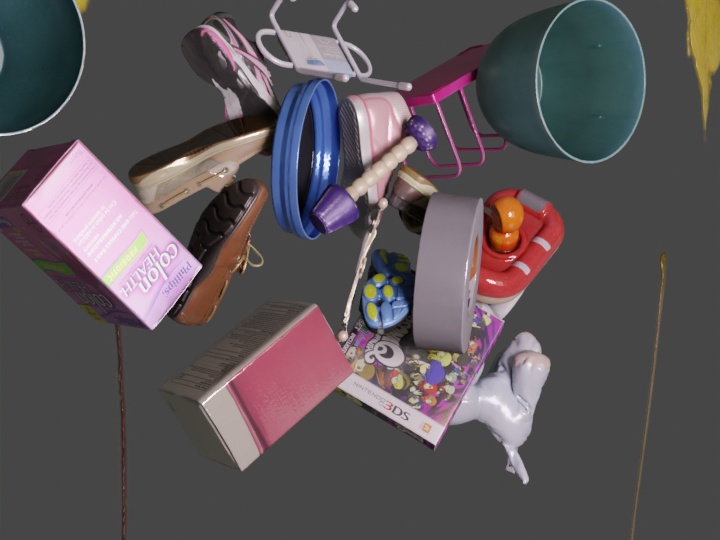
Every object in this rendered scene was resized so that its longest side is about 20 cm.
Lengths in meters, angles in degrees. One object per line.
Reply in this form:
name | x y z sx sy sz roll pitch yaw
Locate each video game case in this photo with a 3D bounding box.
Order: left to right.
video game case | 0.073 0.112 1.613 0.179 0.036 0.202 29 72 11

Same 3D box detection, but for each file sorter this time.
file sorter | 0.150 -0.224 1.655 0.199 0.138 0.127 -33 110 -28

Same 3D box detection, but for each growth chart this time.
growth chart | 0.000 0.000 1.520 0.017 0.145 0.203 17 97 0

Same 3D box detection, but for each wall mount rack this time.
wall mount rack | -0.031 -0.279 1.520 0.198 0.075 0.175 -2 54 -44

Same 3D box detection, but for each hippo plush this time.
hippo plush | 0.167 0.176 1.698 0.158 0.159 0.204 12 91 -9

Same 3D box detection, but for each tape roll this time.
tape roll | 0.115 0.003 1.525 0.065 0.200 0.204 7 86 11

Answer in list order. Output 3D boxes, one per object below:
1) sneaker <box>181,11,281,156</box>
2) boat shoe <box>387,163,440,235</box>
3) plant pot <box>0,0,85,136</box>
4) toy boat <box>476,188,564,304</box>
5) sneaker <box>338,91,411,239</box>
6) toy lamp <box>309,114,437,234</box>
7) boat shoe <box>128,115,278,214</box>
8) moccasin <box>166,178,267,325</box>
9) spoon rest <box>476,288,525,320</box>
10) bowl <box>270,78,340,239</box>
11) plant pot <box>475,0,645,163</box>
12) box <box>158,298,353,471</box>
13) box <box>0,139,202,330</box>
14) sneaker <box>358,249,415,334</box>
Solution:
sneaker | -0.138 -0.243 1.502 0.201 0.079 0.087 59 40 -31
boat shoe | 0.083 -0.084 1.628 0.065 0.073 0.200 -49 150 0
plant pot | -0.414 -0.243 1.280 0.197 0.134 0.204 -1 91 -33
toy boat | 0.203 -0.052 1.678 0.200 0.129 0.132 -48 154 -27
sneaker | 0.029 -0.145 1.591 0.103 0.075 0.204 -19 119 -30
toy lamp | 0.016 -0.118 1.503 0.199 0.058 0.059 -40 112 -21
boat shoe | -0.185 -0.131 1.458 0.197 0.072 0.066 -25 118 -9
moccasin | -0.168 -0.020 1.461 0.077 0.073 0.204 17 102 -46
spoon rest | 0.178 0.054 1.718 0.199 0.098 0.062 -31 135 -40
bowl | -0.069 -0.142 1.502 0.200 0.039 0.205 7 90 -77
plant pot | 0.246 -0.244 1.541 0.198 0.160 0.205 -5 98 -34
box | -0.130 0.138 1.484 0.199 0.127 0.110 -39 112 -25
box | -0.307 -0.038 1.333 0.200 0.175 0.097 47 67 -26
sneaker | 0.035 0.039 1.535 0.069 0.200 0.084 9 110 -1
